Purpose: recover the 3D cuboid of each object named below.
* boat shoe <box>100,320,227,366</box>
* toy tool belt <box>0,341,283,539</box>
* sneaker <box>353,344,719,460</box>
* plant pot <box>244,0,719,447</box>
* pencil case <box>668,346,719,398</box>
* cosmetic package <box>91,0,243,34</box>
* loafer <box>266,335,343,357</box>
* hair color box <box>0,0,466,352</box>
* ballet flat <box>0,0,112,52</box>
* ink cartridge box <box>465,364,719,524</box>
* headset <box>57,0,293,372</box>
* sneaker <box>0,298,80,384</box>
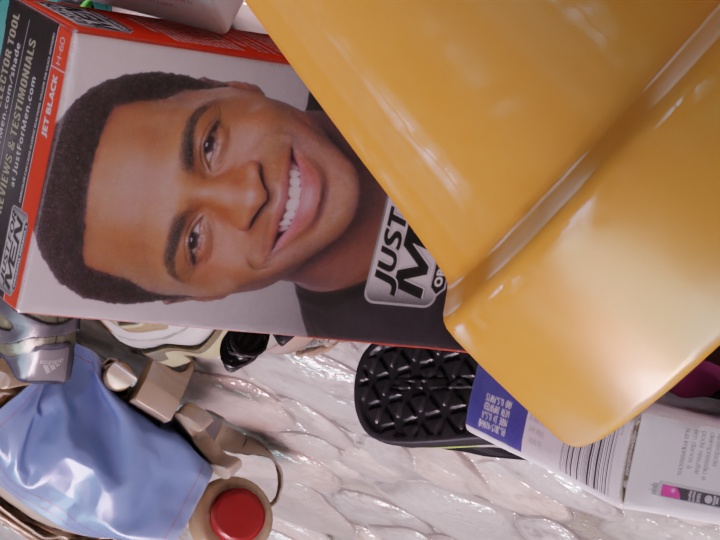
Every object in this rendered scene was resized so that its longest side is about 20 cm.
[{"bbox_3d":[-0.088,-0.002,1.288,0.068,0.075,0.200,26,159,-12],"label":"boat shoe"},{"bbox_3d":[-0.129,0.100,1.515,0.200,0.125,0.123,28,168,-9],"label":"toy tool belt"},{"bbox_3d":[0.089,0.054,1.269,0.200,0.072,0.083,8,179,39],"label":"sneaker"},{"bbox_3d":[0.060,-0.084,0.793,0.183,0.200,0.200,43,158,-1],"label":"plant pot"},{"bbox_3d":[0.195,0.024,1.016,0.200,0.091,0.094,10,-168,33],"label":"pencil case"},{"bbox_3d":[-0.099,-0.167,0.907,0.101,0.071,0.200,16,158,21],"label":"cosmetic package"},{"bbox_3d":[0.000,0.000,1.208,0.063,0.072,0.200,21,157,-11],"label":"loafer"},{"bbox_3d":[-0.033,-0.031,0.997,0.200,0.102,0.061,5,-166,-30],"label":"hair color box"},{"bbox_3d":[-0.143,-0.132,1.075,0.065,0.070,0.200,45,165,24],"label":"ballet flat"},{"bbox_3d":[0.162,0.077,1.090,0.200,0.043,0.196,13,-179,-14],"label":"ink cartridge box"},{"bbox_3d":[-0.055,-0.049,1.094,0.123,0.094,0.200,9,146,17],"label":"headset"},{"bbox_3d":[-0.193,0.001,1.339,0.074,0.081,0.200,-8,-163,-30],"label":"sneaker"}]
